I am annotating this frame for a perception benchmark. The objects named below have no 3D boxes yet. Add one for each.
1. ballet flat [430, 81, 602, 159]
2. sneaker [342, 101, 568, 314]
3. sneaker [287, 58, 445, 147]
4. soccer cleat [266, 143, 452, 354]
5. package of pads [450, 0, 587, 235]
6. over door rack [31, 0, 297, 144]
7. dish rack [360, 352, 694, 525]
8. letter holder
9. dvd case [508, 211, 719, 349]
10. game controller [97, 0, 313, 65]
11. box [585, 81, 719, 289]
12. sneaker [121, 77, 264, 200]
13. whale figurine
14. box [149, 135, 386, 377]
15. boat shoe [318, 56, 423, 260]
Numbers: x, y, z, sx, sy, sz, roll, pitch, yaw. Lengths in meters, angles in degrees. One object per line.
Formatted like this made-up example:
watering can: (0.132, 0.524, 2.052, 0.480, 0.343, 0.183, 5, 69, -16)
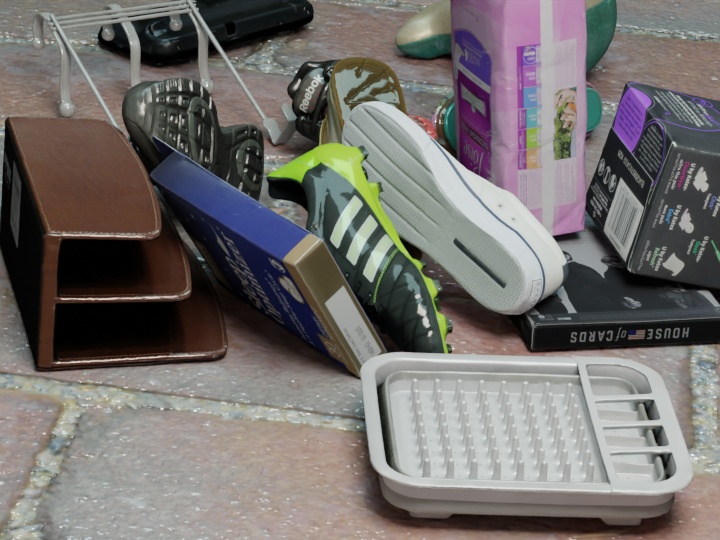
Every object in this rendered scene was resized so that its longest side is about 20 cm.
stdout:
ballet flat: (0.113, -0.122, 2.018, 0.199, 0.070, 0.071, -15, 13, -42)
sneaker: (0.066, -0.044, 1.751, 0.200, 0.073, 0.071, 49, 32, 21)
sneaker: (-0.002, -0.113, 1.934, 0.097, 0.071, 0.201, 24, 14, -29)
soccer cleat: (0.000, 0.000, 1.694, 0.081, 0.068, 0.201, -22, 59, -11)
package of pads: (0.116, -0.134, 1.822, 0.075, 0.201, 0.121, -9, 24, -14)
over door rack: (-0.165, -0.148, 2.022, 0.147, 0.067, 0.200, -12, 44, -32)
dish rack: (0.100, 0.109, 1.549, 0.198, 0.044, 0.172, 3, 27, -5)
letter holder: (-0.167, -0.023, 1.712, 0.141, 0.101, 0.200, -1, 26, -16)
dvd case: (0.166, 0.000, 1.808, 0.149, 0.025, 0.200, -2, 26, -14)
game controller: (-0.138, -0.223, 2.213, 0.104, 0.042, 0.199, 10, 21, 44)
box: (0.282, -0.052, 1.805, 0.199, 0.107, 0.122, 10, 24, -17)
sneaker: (-0.141, -0.091, 1.836, 0.090, 0.077, 0.200, 2, -14, 19)
whale figurine: (0.133, -0.210, 2.183, 0.199, 0.104, 0.159, -10, 18, 29)
box: (-0.073, -0.011, 1.686, 0.032, 0.121, 0.200, -43, 44, -14)
boat shoe: (0.008, -0.061, 1.820, 0.073, 0.067, 0.201, 5, 56, -11)
